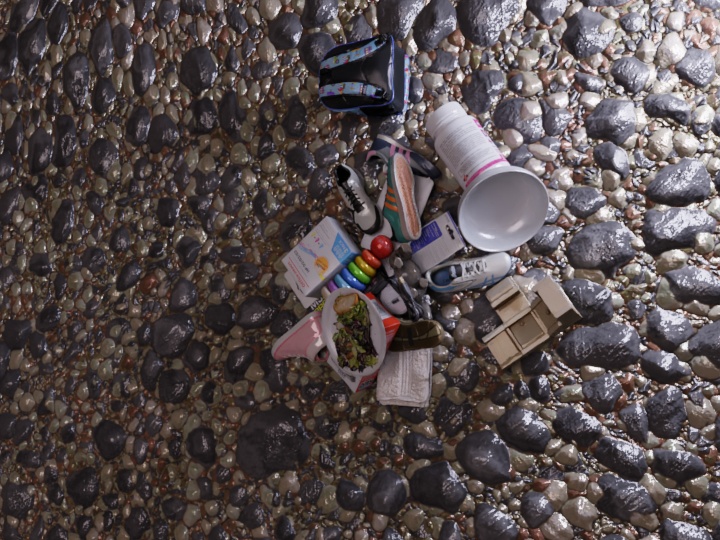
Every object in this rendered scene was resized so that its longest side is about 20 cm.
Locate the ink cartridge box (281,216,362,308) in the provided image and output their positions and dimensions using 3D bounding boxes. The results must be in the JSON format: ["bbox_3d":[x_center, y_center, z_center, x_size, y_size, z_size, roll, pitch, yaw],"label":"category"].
[{"bbox_3d":[-0.105,-0.016,1.795,0.200,0.068,0.116,-43,68,16],"label":"ink cartridge box"}]

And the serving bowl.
[{"bbox_3d":[0.298,-0.140,1.618,0.199,0.200,0.066,-37,33,17],"label":"serving bowl"}]

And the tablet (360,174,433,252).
[{"bbox_3d":[0.085,-0.132,1.775,0.129,0.014,0.202,20,86,35],"label":"tablet"}]

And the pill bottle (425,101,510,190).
[{"bbox_3d":[0.235,-0.269,1.684,0.113,0.113,0.201,-39,70,17],"label":"pill bottle"}]

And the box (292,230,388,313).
[{"bbox_3d":[-0.048,0.033,1.824,0.200,0.044,0.161,-45,68,15],"label":"box"}]

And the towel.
[{"bbox_3d":[0.100,0.210,1.737,0.131,0.034,0.203,-1,83,25],"label":"towel"}]

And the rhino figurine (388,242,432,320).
[{"bbox_3d":[0.120,0.038,1.693,0.059,0.087,0.202,-25,92,-7],"label":"rhino figurine"}]

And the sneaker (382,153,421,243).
[{"bbox_3d":[0.080,-0.161,1.719,0.079,0.071,0.203,-13,83,43],"label":"sneaker"}]

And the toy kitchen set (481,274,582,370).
[{"bbox_3d":[0.320,0.078,1.564,0.199,0.180,0.164,-37,69,13],"label":"toy kitchen set"}]

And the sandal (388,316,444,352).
[{"bbox_3d":[0.113,0.139,1.688,0.198,0.054,0.082,-4,93,43],"label":"sandal"}]

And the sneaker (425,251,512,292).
[{"bbox_3d":[0.237,0.005,1.675,0.198,0.072,0.073,-16,76,22],"label":"sneaker"}]

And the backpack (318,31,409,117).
[{"bbox_3d":[0.005,-0.452,1.804,0.197,0.134,0.186,-3,83,25],"label":"backpack"}]

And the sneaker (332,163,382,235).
[{"bbox_3d":[-0.014,-0.169,1.796,0.073,0.080,0.201,-37,60,17],"label":"sneaker"}]

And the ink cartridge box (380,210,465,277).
[{"bbox_3d":[0.144,-0.043,1.745,0.199,0.037,0.096,-33,70,21],"label":"ink cartridge box"}]

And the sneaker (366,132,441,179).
[{"bbox_3d":[0.099,-0.246,1.770,0.199,0.070,0.083,34,89,33],"label":"sneaker"}]

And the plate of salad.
[{"bbox_3d":[-0.023,0.138,1.664,0.198,0.048,0.203,14,112,40],"label":"plate of salad"}]

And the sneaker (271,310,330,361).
[{"bbox_3d":[-0.136,0.189,1.810,0.200,0.075,0.105,-42,68,36],"label":"sneaker"}]

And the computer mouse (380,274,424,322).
[{"bbox_3d":[0.080,0.068,1.682,0.044,0.200,0.110,-33,90,-11],"label":"computer mouse"}]

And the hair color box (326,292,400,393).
[{"bbox_3d":[0.005,0.165,1.725,0.111,0.063,0.202,44,127,29],"label":"hair color box"}]

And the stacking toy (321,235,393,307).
[{"bbox_3d":[0.000,0.000,1.738,0.085,0.085,0.201,44,99,23],"label":"stacking toy"}]
